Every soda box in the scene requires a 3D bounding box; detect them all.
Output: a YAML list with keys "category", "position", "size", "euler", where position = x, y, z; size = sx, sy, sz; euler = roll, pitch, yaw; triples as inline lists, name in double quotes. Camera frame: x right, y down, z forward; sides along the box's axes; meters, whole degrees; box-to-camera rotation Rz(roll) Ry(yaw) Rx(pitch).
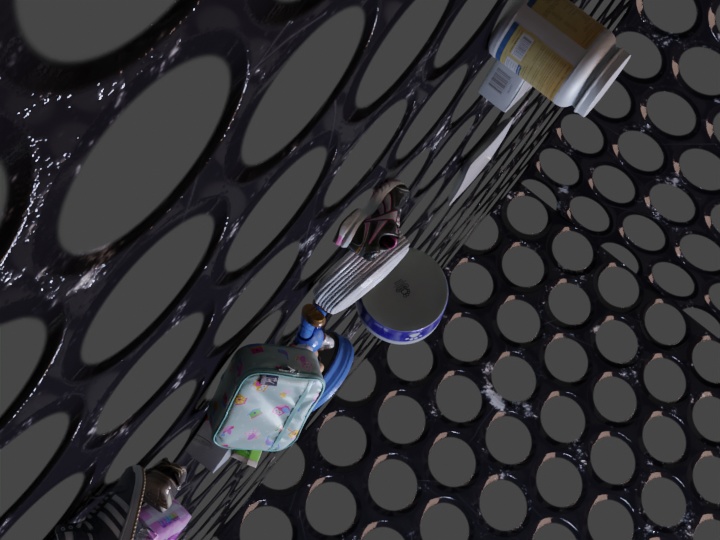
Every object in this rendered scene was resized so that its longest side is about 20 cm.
- category: "soda box"
  position: [-0.225, 0.257, 1.718]
  size: [0.201, 0.068, 0.063]
  euler: [-55, 173, 24]

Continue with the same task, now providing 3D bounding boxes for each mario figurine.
- category: "mario figurine"
  position: [-0.085, 0.145, 1.861]
  size: [0.122, 0.106, 0.201]
  euler: [-6, 138, -28]

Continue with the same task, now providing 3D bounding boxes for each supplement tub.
- category: "supplement tub"
  position: [0.324, -0.361, 1.602]
  size: [0.145, 0.200, 0.145]
  euler: [-49, 172, -9]

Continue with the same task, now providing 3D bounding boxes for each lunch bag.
- category: "lunch bag"
  position: [-0.150, 0.209, 1.592]
  size: [0.201, 0.159, 0.077]
  euler: [-60, -149, 34]

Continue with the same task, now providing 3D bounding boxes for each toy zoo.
- category: "toy zoo"
  position: [-0.180, 0.248, 1.772]
  size: [0.131, 0.020, 0.202]
  euler: [-3, -116, 66]

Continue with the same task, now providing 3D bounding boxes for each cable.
- category: "cable"
  position: [0.000, 0.000, 1.748]
  size: [0.200, 0.069, 0.200]
  euler: [-44, 176, 40]

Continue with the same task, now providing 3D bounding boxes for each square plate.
- category: "square plate"
  position: [0.293, -0.276, 2.437]
  size: [0.198, 0.028, 0.200]
  euler: [-47, 171, -26]

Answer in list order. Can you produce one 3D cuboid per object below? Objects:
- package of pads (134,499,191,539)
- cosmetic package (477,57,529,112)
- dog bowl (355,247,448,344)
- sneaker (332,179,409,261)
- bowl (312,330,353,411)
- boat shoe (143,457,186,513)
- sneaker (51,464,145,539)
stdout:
- category: "package of pads"
  position: [-0.391, 0.484, 1.769]
  size: [0.121, 0.076, 0.200]
  euler: [-49, 172, 2]
- category: "cosmetic package"
  position: [0.310, -0.391, 1.854]
  size: [0.200, 0.074, 0.102]
  euler: [-43, 169, -42]
- category: "dog bowl"
  position: [0.090, 0.053, 2.125]
  size: [0.200, 0.200, 0.079]
  euler: [-48, 169, -20]
- category: "sneaker"
  position: [0.034, -0.075, 1.646]
  size: [0.200, 0.086, 0.081]
  euler: [-45, 172, -43]
- category: "bowl"
  position: [-0.100, 0.206, 1.985]
  size: [0.200, 0.039, 0.201]
  euler: [-36, -155, 20]
- category: "boat shoe"
  position: [-0.320, 0.334, 1.563]
  size: [0.074, 0.074, 0.200]
  euler: [-59, -176, -22]
- category: "sneaker"
  position: [-0.369, 0.349, 1.367]
  size: [0.201, 0.108, 0.070]
  euler: [-87, -161, -46]
